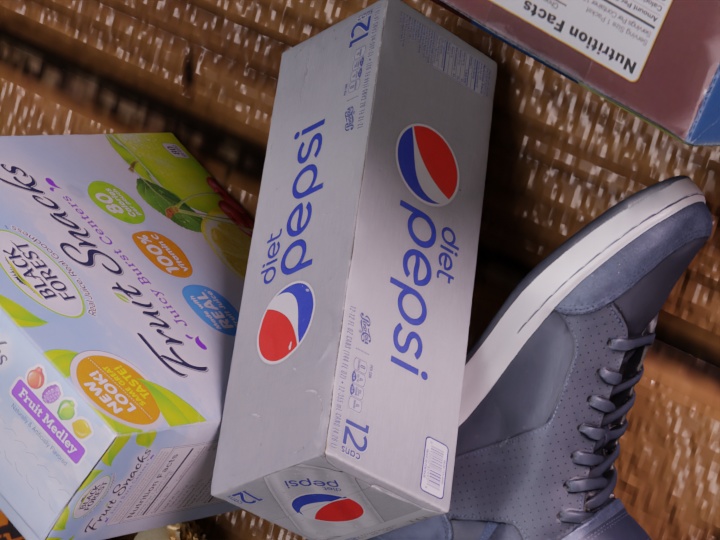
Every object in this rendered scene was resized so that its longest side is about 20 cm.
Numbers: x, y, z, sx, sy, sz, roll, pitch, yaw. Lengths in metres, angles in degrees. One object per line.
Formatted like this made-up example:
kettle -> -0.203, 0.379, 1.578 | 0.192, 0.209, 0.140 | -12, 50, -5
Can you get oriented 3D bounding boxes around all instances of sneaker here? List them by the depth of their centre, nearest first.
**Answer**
sneaker -> 0.098, 0.076, 0.983 | 0.146, 0.077, 0.202 | 46, 112, 16

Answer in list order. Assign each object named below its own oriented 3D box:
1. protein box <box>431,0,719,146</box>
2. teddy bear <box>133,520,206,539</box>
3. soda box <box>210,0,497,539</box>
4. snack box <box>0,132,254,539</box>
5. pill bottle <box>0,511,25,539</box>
protein box -> 0.140, -0.160, 0.858 | 0.135, 0.198, 0.200 | 34, 112, 28
teddy bear -> -0.049, 0.191, 1.105 | 0.200, 0.067, 0.145 | 29, 105, 37
soda box -> 0.000, 0.000, 0.988 | 0.068, 0.063, 0.200 | -24, 48, 43
snack box -> -0.100, 0.021, 1.036 | 0.169, 0.200, 0.068 | 45, 117, 22
pill bottle -> -0.177, 0.104, 1.126 | 0.106, 0.106, 0.200 | 4, 106, 34
